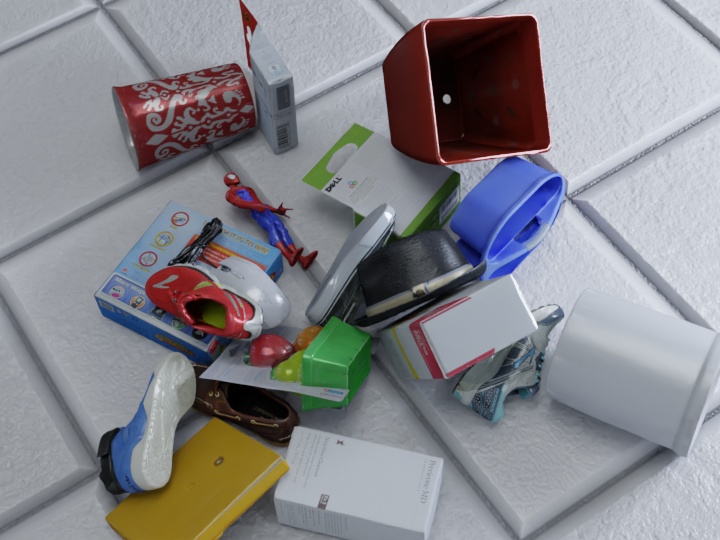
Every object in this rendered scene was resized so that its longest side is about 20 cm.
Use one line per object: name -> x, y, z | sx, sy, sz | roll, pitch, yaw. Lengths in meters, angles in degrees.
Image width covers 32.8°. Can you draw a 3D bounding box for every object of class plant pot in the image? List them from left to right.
plant pot -> 0.138, -0.255, 1.783 | 0.199, 0.176, 0.201 | -9, 94, -28

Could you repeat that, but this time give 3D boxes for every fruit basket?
fruit basket -> -0.091, 0.126, 1.662 | 0.199, 0.094, 0.185 | 1, 22, 17

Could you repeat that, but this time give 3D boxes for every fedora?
fedora -> 0.068, 0.001, 1.669 | 0.200, 0.201, 0.092 | -23, 89, -13

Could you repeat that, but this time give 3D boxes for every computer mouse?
computer mouse -> -0.177, 0.008, 1.716 | 0.200, 0.044, 0.110 | 34, 63, 27

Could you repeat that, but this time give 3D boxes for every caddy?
caddy -> 0.219, -0.068, 1.765 | 0.105, 0.142, 0.200 | 33, 64, 28

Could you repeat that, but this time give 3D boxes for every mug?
mug -> -0.283, -0.266, 1.931 | 0.200, 0.134, 0.178 | -18, 59, -13

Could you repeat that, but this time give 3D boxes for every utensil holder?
utensil holder -> 0.365, 0.128, 1.608 | 0.200, 0.170, 0.170 | 22, 60, 19

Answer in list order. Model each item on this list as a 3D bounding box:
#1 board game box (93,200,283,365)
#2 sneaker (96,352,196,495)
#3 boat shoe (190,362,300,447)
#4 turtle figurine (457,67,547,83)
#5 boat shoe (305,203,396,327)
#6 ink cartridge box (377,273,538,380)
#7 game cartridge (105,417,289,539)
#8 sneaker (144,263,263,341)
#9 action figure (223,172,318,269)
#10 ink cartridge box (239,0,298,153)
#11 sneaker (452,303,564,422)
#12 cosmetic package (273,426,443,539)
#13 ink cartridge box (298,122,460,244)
board game box -> -0.247, 0.018, 1.778 | 0.200, 0.056, 0.196 | 25, 60, 18
sneaker -> -0.290, 0.204, 1.623 | 0.111, 0.077, 0.200 | -18, 49, 34
boat shoe -> -0.171, 0.171, 1.663 | 0.200, 0.070, 0.070 | 20, 64, 17
turtle figurine -> 0.207, -0.291, 1.941 | 0.149, 0.101, 0.200 | 5, 38, -14
boat shoe -> 0.000, 0.000, 1.748 | 0.071, 0.072, 0.200 | 33, 93, -14
ink cartridge box -> 0.123, 0.079, 1.625 | 0.145, 0.200, 0.084 | -28, 92, -16
game cartridge -> -0.210, 0.286, 1.562 | 0.200, 0.032, 0.176 | -43, 32, -20
sneaker -> -0.223, 0.040, 1.652 | 0.200, 0.085, 0.077 | 18, 100, 32
action figure -> -0.143, -0.083, 1.838 | 0.200, 0.065, 0.052 | 42, 110, 27
ink cartridge box -> -0.161, -0.308, 1.932 | 0.047, 0.160, 0.200 | -24, 58, -14
sneaker -> 0.219, 0.130, 1.682 | 0.200, 0.078, 0.086 | -42, 79, -18
cosmetic package -> -0.001, 0.283, 1.571 | 0.199, 0.081, 0.113 | 9, 55, 10
ink cartridge box -> 0.031, -0.119, 1.847 | 0.200, 0.076, 0.148 | 29, 62, 22
